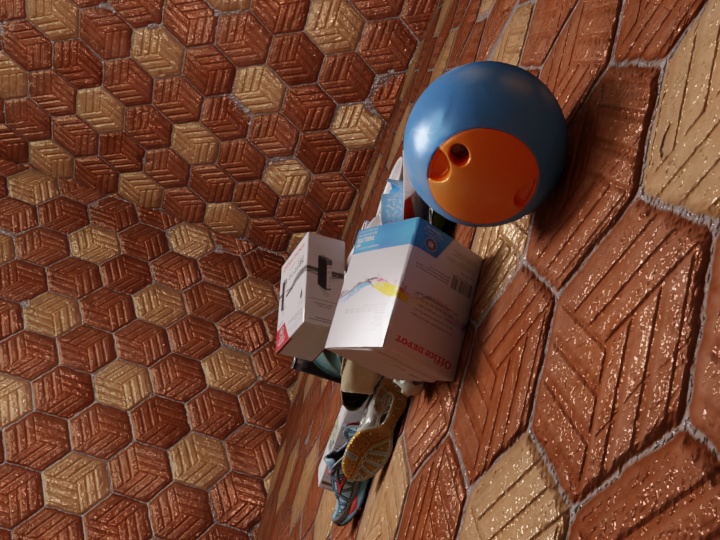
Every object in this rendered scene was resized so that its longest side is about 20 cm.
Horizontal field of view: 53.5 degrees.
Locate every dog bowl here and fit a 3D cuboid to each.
[{"bbox_3d":[0.080,-0.122,1.482,0.200,0.049,0.112,-73,-23,-63],"label":"dog bowl"}]

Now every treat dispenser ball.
[{"bbox_3d":[0.153,-0.154,0.883,0.201,0.200,0.202,-161,90,-83],"label":"treat dispenser ball"}]

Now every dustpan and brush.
[{"bbox_3d":[0.000,0.000,1.375,0.200,0.057,0.140,-52,-14,-24],"label":"dustpan and brush"}]

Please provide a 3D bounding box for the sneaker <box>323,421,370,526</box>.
[{"bbox_3d":[-0.029,0.378,1.348,0.079,0.095,0.201,-159,88,-84],"label":"sneaker"}]

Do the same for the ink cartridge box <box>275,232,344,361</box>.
[{"bbox_3d":[-0.095,0.050,1.371,0.144,0.083,0.201,-48,34,49],"label":"ink cartridge box"}]

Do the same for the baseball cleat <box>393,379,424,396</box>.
[{"bbox_3d":[0.094,0.139,1.207,0.107,0.070,0.200,-56,15,11],"label":"baseball cleat"}]

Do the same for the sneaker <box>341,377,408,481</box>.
[{"bbox_3d":[0.031,0.281,1.281,0.201,0.075,0.088,-62,0,1],"label":"sneaker"}]

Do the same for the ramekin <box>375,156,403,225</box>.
[{"bbox_3d":[0.106,-0.158,1.695,0.200,0.097,0.201,-161,90,-84],"label":"ramekin"}]

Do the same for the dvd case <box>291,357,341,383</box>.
[{"bbox_3d":[-0.035,0.166,1.531,0.016,0.199,0.149,0,70,69],"label":"dvd case"}]

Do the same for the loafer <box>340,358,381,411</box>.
[{"bbox_3d":[0.003,0.180,1.242,0.201,0.075,0.069,96,178,-50],"label":"loafer"}]

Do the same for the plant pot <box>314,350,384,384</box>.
[{"bbox_3d":[0.002,0.136,1.421,0.196,0.199,0.201,-168,97,-76],"label":"plant pot"}]

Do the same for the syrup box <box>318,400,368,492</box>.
[{"bbox_3d":[-0.016,0.336,1.417,0.079,0.081,0.201,-99,28,-79],"label":"syrup box"}]

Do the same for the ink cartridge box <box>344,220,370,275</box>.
[{"bbox_3d":[0.040,0.012,1.563,0.084,0.145,0.201,-80,11,-60],"label":"ink cartridge box"}]

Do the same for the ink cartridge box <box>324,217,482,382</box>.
[{"bbox_3d":[0.066,0.049,1.074,0.146,0.146,0.201,-8,59,51],"label":"ink cartridge box"}]

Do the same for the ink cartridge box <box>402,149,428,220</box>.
[{"bbox_3d":[0.115,-0.114,1.411,0.163,0.057,0.201,71,-166,-55],"label":"ink cartridge box"}]

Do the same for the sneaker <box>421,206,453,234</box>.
[{"bbox_3d":[0.165,-0.139,1.362,0.083,0.071,0.201,-16,54,62],"label":"sneaker"}]
